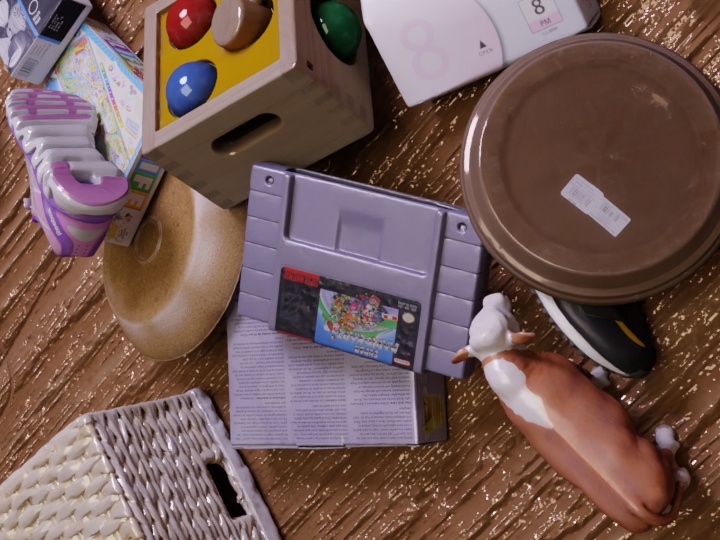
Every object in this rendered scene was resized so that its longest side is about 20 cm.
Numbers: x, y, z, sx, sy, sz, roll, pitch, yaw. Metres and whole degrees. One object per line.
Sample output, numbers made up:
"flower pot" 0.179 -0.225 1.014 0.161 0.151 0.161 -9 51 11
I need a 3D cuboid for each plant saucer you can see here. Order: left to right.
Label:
"plant saucer" -0.172 -0.023 1.191 0.200 0.035 0.201 -16 68 45
"plant saucer" 0.168 -0.076 0.957 0.199 0.029 0.201 -2 77 7

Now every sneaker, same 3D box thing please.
"sneaker" -0.259 -0.083 1.175 0.200 0.080 0.089 58 140 43
"sneaker" 0.164 -0.020 0.984 0.090 0.070 0.201 -43 65 28

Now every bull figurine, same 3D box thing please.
"bull figurine" 0.151 0.101 0.959 0.065 0.121 0.200 -48 65 22

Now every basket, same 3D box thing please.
"basket" -0.201 0.236 1.167 0.200 0.161 0.199 -39 70 28

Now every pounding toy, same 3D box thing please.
"pounding toy" -0.080 -0.191 1.082 0.199 0.142 0.185 -25 52 28

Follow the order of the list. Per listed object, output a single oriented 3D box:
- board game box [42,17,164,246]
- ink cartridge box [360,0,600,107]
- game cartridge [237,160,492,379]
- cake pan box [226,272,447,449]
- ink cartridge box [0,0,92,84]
"board game box" -0.234 -0.130 1.236 0.200 0.034 0.135 46 113 44
"ink cartridge box" 0.063 -0.242 1.022 0.162 0.057 0.201 -20 110 31
"game cartridge" 0.000 0.000 1.039 0.199 0.038 0.130 15 104 24
"cake pan box" -0.028 0.053 1.121 0.199 0.052 0.185 -7 83 33
"ink cartridge box" -0.328 -0.280 1.311 0.100 0.039 0.200 -50 52 23
